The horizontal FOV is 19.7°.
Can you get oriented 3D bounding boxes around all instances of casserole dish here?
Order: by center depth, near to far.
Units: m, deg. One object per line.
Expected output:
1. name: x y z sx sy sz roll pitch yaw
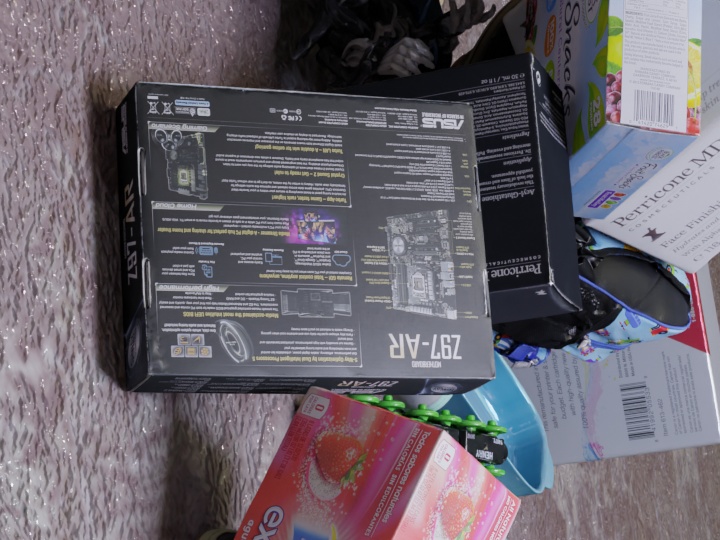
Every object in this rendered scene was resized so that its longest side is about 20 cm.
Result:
1. casserole dish: 0.075 0.082 1.501 0.201 0.039 0.121 55 21 -18

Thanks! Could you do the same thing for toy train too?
1. toy train: 0.031 0.110 1.365 0.199 0.056 0.042 18 72 -54

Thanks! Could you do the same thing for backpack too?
1. backpack: 0.141 -0.016 1.497 0.199 0.134 0.184 25 36 -43

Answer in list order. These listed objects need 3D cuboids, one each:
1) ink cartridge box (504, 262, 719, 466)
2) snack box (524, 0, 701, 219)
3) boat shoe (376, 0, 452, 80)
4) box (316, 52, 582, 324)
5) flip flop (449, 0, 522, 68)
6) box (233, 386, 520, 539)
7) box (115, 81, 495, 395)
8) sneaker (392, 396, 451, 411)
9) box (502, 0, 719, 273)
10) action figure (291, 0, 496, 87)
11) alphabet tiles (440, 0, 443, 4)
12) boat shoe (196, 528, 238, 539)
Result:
1. ink cartridge box: 0.179 0.070 1.622 0.083 0.198 0.147 -20 101 -72
2. snack box: 0.156 -0.153 1.302 0.169 0.067 0.202 133 -38 -69
3. boat shoe: 0.030 -0.171 1.497 0.200 0.084 0.069 35 52 -60
4. box: 0.023 -0.036 1.240 0.079 0.198 0.142 37 47 -65
5. flip flop: 0.087 -0.126 1.546 0.081 0.201 0.058 19 19 -36
6. box: -0.011 0.178 1.084 0.103 0.094 0.201 44 68 -49
7. box: -0.030 -0.015 1.126 0.044 0.198 0.162 144 -56 -64
8. sneaker: 0.000 0.000 1.360 0.140 0.077 0.202 -1 73 -68
9. box: 0.230 -0.143 1.420 0.130 0.199 0.201 20 41 -41
10. action figure: 0.038 -0.140 1.366 0.200 0.102 0.119 48 53 -8
11. alphabet tiles: 0.023 -0.283 1.619 0.195 0.014 0.202 22 61 -67
12. boat shoe: -0.032 0.190 1.187 0.200 0.064 0.074 39 47 -60
